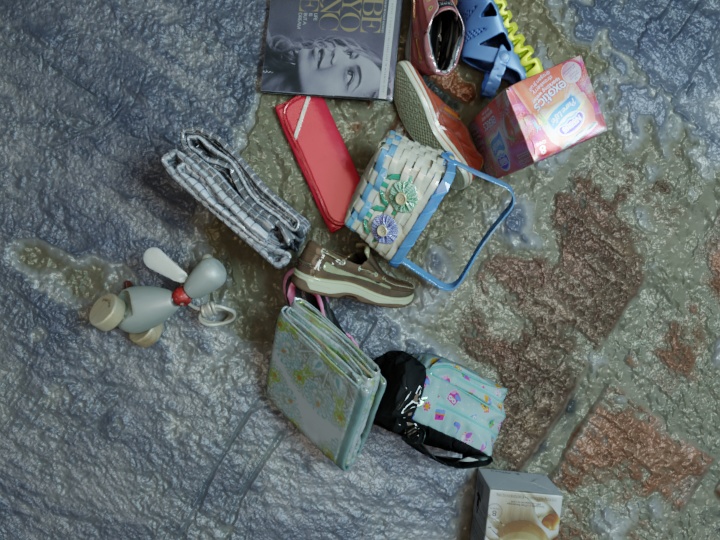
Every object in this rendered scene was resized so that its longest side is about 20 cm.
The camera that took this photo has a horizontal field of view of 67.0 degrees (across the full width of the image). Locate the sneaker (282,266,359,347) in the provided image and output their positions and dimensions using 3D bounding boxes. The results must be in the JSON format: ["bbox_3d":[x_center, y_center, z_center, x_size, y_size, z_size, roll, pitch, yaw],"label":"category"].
[{"bbox_3d":[-0.056,0.091,0.783,0.078,0.095,0.203,-29,95,-2],"label":"sneaker"}]

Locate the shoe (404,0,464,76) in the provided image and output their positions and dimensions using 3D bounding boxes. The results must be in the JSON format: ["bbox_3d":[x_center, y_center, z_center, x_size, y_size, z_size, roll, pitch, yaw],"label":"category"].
[{"bbox_3d":[0.106,-0.370,0.737,0.070,0.091,0.205,-5,113,-18],"label":"shoe"}]

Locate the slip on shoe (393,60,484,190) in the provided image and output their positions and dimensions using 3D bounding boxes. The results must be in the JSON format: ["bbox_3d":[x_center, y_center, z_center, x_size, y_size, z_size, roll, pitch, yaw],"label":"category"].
[{"bbox_3d":[0.111,-0.215,0.792,0.061,0.074,0.202,-36,93,-22],"label":"slip on shoe"}]

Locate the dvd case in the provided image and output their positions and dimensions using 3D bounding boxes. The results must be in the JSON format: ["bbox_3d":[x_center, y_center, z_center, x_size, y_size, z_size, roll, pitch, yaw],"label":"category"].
[{"bbox_3d":[-0.042,-0.325,0.780,0.194,0.016,0.153,7,89,9],"label":"dvd case"}]

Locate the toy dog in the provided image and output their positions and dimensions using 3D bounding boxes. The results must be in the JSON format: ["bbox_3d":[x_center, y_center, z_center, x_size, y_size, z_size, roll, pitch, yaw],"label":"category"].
[{"bbox_3d":[-0.281,0.027,0.774,0.195,0.133,0.098,-15,55,-6],"label":"toy dog"}]

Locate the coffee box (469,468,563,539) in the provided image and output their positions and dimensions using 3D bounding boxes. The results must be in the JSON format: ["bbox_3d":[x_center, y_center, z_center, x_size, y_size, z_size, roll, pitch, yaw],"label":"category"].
[{"bbox_3d":[0.226,0.415,0.814,0.111,0.080,0.206,5,92,-2],"label":"coffee box"}]

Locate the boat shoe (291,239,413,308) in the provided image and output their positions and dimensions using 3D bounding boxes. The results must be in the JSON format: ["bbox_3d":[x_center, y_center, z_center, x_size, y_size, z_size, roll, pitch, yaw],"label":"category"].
[{"bbox_3d":[0.003,0.002,0.753,0.199,0.074,0.077,10,100,-39],"label":"boat shoe"}]

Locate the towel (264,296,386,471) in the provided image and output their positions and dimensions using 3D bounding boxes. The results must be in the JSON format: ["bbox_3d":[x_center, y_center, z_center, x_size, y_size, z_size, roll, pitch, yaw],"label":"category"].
[{"bbox_3d":[-0.053,0.157,0.736,0.170,0.048,0.203,38,132,25],"label":"towel"}]

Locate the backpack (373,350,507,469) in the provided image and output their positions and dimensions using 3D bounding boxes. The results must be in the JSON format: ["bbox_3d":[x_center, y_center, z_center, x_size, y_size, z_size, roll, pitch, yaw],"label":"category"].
[{"bbox_3d":[0.111,0.190,0.761,0.197,0.166,0.129,26,83,-17],"label":"backpack"}]

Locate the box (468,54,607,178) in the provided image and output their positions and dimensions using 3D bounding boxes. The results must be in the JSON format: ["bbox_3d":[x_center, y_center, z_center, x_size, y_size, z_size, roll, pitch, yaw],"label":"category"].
[{"bbox_3d":[0.224,-0.191,0.725,0.100,0.200,0.097,-22,93,-1],"label":"box"}]

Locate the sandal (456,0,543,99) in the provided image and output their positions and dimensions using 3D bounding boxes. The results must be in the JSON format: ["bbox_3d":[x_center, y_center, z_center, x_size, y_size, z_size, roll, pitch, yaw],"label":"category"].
[{"bbox_3d":[0.178,-0.330,0.778,0.086,0.079,0.203,-32,87,4],"label":"sandal"}]

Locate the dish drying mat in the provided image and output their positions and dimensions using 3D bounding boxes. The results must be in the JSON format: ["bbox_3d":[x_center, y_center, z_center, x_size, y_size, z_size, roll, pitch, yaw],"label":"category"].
[{"bbox_3d":[-0.053,-0.164,0.808,0.075,0.018,0.204,-25,93,-2],"label":"dish drying mat"}]

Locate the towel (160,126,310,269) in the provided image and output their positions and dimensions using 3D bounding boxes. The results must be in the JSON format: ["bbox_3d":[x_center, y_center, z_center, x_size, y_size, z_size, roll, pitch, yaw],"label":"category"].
[{"bbox_3d":[-0.155,-0.094,0.736,0.199,0.166,0.086,41,85,-3],"label":"towel"}]

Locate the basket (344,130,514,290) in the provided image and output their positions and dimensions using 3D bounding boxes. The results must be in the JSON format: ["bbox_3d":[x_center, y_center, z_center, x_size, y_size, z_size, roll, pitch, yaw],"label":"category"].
[{"bbox_3d":[0.086,-0.078,0.746,0.196,0.140,0.179,24,121,-8],"label":"basket"}]
